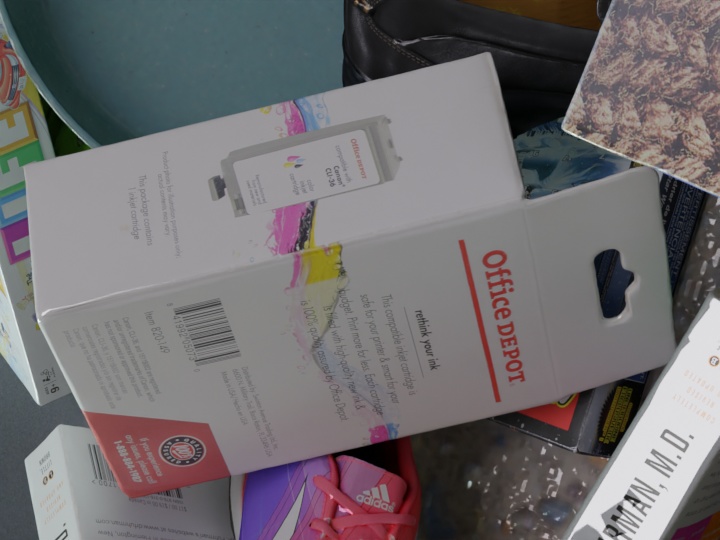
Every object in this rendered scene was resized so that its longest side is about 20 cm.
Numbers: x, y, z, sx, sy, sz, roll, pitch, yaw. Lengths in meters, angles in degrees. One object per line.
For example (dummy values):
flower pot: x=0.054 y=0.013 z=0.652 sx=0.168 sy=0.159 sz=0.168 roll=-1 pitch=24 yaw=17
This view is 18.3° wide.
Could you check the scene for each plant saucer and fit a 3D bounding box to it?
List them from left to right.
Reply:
plant saucer: x=-0.042 y=-0.111 z=0.813 sx=0.036 sy=0.199 sz=0.201 roll=147 pitch=121 yaw=-64

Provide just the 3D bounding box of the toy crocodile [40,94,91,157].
toy crocodile: x=-0.107 y=-0.045 z=0.919 sx=0.200 sy=0.067 sz=0.062 roll=31 pitch=103 yaw=57

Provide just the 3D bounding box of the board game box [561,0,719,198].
board game box: x=0.174 y=-0.081 z=0.666 sx=0.097 sy=0.200 sz=0.160 roll=26 pitch=97 yaw=36

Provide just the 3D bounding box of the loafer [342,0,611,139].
loafer: x=0.091 y=-0.091 z=0.760 sx=0.199 sy=0.072 sz=0.073 roll=-9 pitch=51 yaw=-1

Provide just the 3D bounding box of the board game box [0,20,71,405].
board game box: x=-0.159 y=-0.063 z=0.888 sx=0.134 sy=0.034 sz=0.201 roll=43 pitch=150 yaw=49

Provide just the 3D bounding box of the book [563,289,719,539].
book: x=0.086 y=0.099 z=0.730 sx=0.048 sy=0.134 sz=0.201 roll=33 pitch=100 yaw=15

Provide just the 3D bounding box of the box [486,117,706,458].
box: x=0.032 y=-0.023 z=0.859 sx=0.199 sy=0.040 sz=0.138 roll=20 pitch=93 yaw=37

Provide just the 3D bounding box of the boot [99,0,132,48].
boot: x=-0.111 y=-0.132 z=0.924 sx=0.157 sy=0.080 sz=0.212 roll=-12 pitch=38 yaw=30

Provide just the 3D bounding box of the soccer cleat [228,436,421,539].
soccer cleat: x=-0.010 y=0.109 z=0.776 sx=0.073 sy=0.068 sz=0.201 roll=-51 pitch=25 yaw=36

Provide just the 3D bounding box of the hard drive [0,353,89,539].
hard drive: x=-0.127 y=0.078 z=0.962 sx=0.199 sy=0.033 sz=0.140 roll=18 pitch=93 yaw=37

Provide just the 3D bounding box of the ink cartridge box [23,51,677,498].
ink cartridge box: x=0.000 y=0.000 z=0.750 sx=0.199 sy=0.117 sz=0.068 roll=-13 pitch=53 yaw=2

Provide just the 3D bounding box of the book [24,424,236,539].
book: x=-0.041 y=0.153 z=0.796 sx=0.048 sy=0.133 sz=0.201 roll=-45 pitch=45 yaw=33
